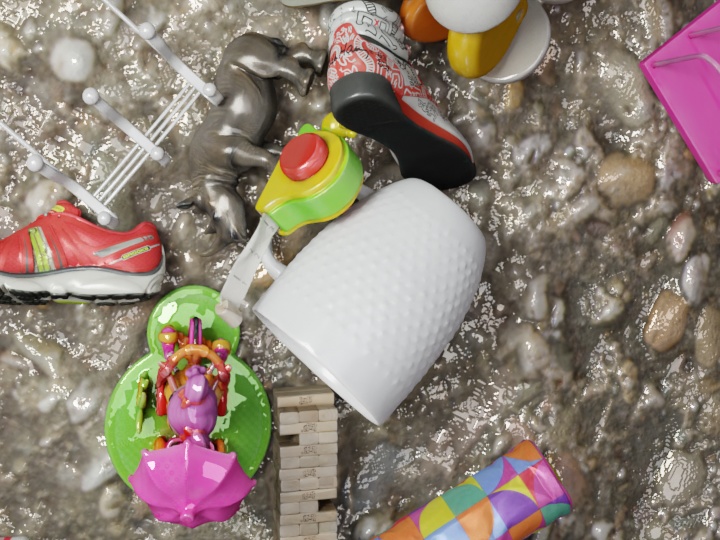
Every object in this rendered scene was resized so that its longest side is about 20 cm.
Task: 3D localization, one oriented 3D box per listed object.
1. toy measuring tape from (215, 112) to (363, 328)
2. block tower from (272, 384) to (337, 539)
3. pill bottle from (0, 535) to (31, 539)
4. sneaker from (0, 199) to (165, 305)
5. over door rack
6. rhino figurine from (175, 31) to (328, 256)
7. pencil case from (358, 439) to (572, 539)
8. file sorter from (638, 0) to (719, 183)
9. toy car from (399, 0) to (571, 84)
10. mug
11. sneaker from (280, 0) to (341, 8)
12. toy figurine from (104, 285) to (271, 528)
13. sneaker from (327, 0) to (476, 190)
[{"bbox_3d":[-0.047,-0.044,0.852,0.073,0.073,0.202,30,68,-14],"label":"toy measuring tape"},{"bbox_3d":[-0.051,0.209,0.965,0.057,0.054,0.203,-3,97,-11],"label":"block tower"},{"bbox_3d":[-0.369,0.281,0.875,0.197,0.111,0.113,-2,97,-12],"label":"pill bottle"},{"bbox_3d":[-0.263,-0.017,0.893,0.197,0.077,0.086,3,77,-17],"label":"sneaker"},{"bbox_3d":[-0.231,-0.152,0.858,0.200,0.067,0.148,41,87,-1],"label":"over door rack"},{"bbox_3d":[-0.101,-0.107,0.911,0.086,0.060,0.203,20,93,7],"label":"rhino figurine"},{"bbox_3d":[0.096,0.238,0.988,0.198,0.088,0.089,-30,102,-5],"label":"pencil case"},{"bbox_3d":[0.390,-0.193,0.975,0.199,0.125,0.140,-38,102,-5],"label":"file sorter"},{"bbox_3d":[0.107,-0.269,0.905,0.149,0.175,0.201,34,91,24],"label":"toy car"},{"bbox_3d":[0.000,0.000,0.917,0.199,0.148,0.176,39,81,17],"label":"mug"},{"bbox_3d":[-0.019,-0.262,0.837,0.090,0.198,0.068,33,64,-44],"label":"sneaker"},{"bbox_3d":[-0.133,0.123,0.870,0.148,0.184,0.203,4,95,-12],"label":"toy figurine"},{"bbox_3d":[0.039,-0.149,0.913,0.067,0.201,0.109,-18,64,28],"label":"sneaker"}]
